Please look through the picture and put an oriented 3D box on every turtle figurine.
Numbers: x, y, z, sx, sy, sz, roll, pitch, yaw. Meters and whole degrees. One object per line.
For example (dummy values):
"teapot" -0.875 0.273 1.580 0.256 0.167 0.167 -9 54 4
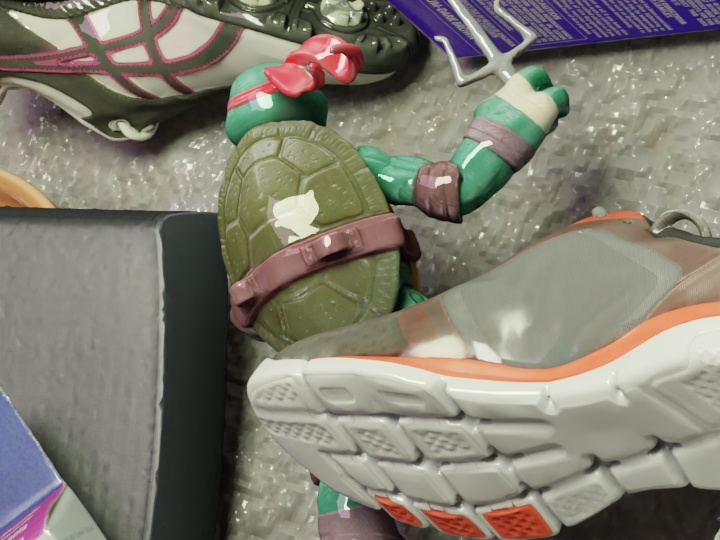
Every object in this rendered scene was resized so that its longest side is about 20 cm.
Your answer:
"turtle figurine" 0.000 0.000 0.826 0.150 0.101 0.200 -30 73 42

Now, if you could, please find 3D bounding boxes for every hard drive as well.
"hard drive" -0.118 0.073 0.882 0.135 0.042 0.200 2 81 16

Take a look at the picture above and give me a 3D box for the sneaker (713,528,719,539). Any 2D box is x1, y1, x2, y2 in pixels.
"sneaker" 0.146 0.056 0.732 0.200 0.078 0.082 -49 44 -7

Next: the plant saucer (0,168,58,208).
"plant saucer" -0.175 0.055 0.981 0.200 0.037 0.200 -16 59 30

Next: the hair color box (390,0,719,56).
"hair color box" 0.108 -0.141 0.848 0.200 0.065 0.109 -3 66 33

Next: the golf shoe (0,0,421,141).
"golf shoe" -0.067 -0.093 0.963 0.200 0.088 0.077 14 35 22

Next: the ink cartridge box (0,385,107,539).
"ink cartridge box" -0.144 0.173 0.835 0.196 0.043 0.200 -38 84 15

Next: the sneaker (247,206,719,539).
"sneaker" 0.062 0.024 0.734 0.200 0.077 0.082 -5 44 31
